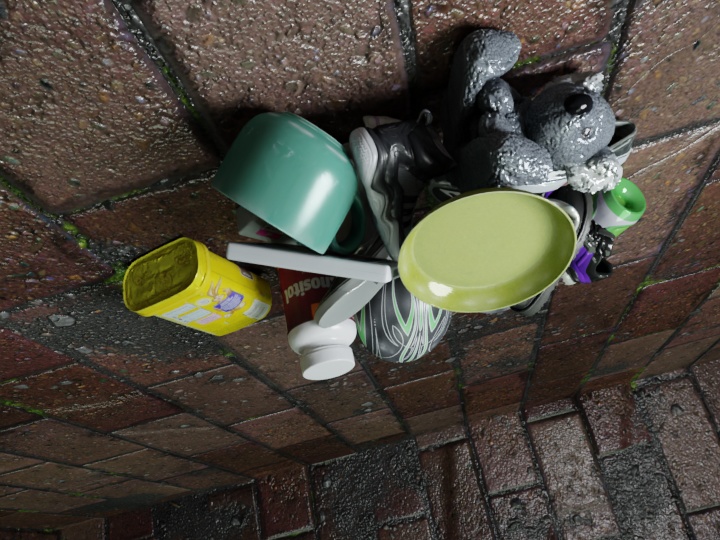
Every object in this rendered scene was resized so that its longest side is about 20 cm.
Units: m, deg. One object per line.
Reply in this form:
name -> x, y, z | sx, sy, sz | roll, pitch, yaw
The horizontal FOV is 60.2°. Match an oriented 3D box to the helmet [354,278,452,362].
helmet -> 0.066, 0.053, 1.048 | 0.196, 0.194, 0.201 | -11, 154, -5

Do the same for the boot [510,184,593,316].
boot -> 0.224, -0.046, 0.862 | 0.156, 0.079, 0.214 | 23, 95, -32

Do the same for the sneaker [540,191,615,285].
sneaker -> 0.359, -0.062, 1.002 | 0.098, 0.070, 0.202 | 2, 134, 44

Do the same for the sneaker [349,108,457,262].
sneaker -> 0.062, -0.097, 0.743 | 0.112, 0.076, 0.202 | -22, 136, -1

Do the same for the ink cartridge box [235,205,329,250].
ink cartridge box -> -0.048, -0.090, 0.882 | 0.198, 0.044, 0.173 | 12, 146, -42

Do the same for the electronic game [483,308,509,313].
electronic game -> 0.227, -0.027, 1.016 | 0.196, 0.204, 0.042 | -2, -164, -23

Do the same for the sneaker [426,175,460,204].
sneaker -> 0.164, -0.070, 0.909 | 0.070, 0.083, 0.200 | -17, 121, 47

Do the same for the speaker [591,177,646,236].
speaker -> 0.398, -0.073, 1.083 | 0.087, 0.090, 0.201 | -1, 152, -24

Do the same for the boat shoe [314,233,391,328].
boat shoe -> 0.000, 0.000, 0.921 | 0.200, 0.064, 0.071 | -44, 153, -3

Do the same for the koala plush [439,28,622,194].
koala plush -> 0.205, -0.166, 0.725 | 0.196, 0.181, 0.184 | -9, 166, -9

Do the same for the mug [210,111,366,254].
mug -> -0.072, -0.104, 0.722 | 0.116, 0.151, 0.185 | -59, 159, 1

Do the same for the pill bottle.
pill bottle -> -0.068, 0.064, 0.997 | 0.111, 0.204, 0.113 | -11, 155, -5

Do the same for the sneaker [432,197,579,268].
sneaker -> 0.166, -0.050, 0.752 | 0.196, 0.078, 0.081 | -15, -172, -12

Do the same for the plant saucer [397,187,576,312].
plant saucer -> 0.138, -0.024, 0.694 | 0.195, 0.032, 0.202 | -2, 140, -1

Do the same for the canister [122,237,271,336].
canister -> -0.250, 0.035, 0.987 | 0.146, 0.088, 0.200 | -22, 154, 19

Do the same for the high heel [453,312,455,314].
high heel -> 0.202, 0.034, 1.207 | 0.197, 0.072, 0.142 | -18, 166, -31

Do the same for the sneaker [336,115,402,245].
sneaker -> -0.001, -0.116, 0.809 | 0.098, 0.076, 0.202 | 10, 127, -27

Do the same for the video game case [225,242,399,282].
video game case -> -0.047, -0.013, 0.797 | 0.196, 0.024, 0.182 | 8, -176, 10

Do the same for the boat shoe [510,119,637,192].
boat shoe -> 0.294, -0.171, 0.871 | 0.196, 0.073, 0.071 | -19, 147, -12
